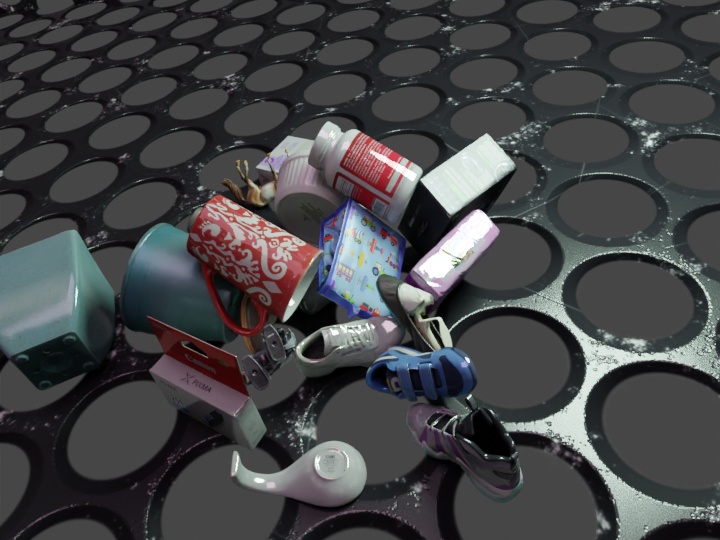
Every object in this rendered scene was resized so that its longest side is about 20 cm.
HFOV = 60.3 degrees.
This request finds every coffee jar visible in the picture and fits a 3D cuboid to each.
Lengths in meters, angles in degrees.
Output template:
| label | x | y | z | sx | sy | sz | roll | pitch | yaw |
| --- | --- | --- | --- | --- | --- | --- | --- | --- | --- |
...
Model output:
| label | x | y | z | sx | sy | sz | roll | pitch | yaw |
| --- | --- | --- | --- | --- | --- | --- | --- | --- | --- |
| coffee jar | -0.133 | -0.005 | 1.198 | 0.104 | 0.087 | 0.198 | -39 | 49 | -23 |

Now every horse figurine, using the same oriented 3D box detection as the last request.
| label | x | y | z | sx | sy | sz | roll | pitch | yaw |
| --- | --- | --- | --- | --- | --- | --- | --- | --- | --- |
| horse figurine | -0.216 | -0.195 | 1.415 | 0.194 | 0.136 | 0.050 | -11 | 20 | 14 |

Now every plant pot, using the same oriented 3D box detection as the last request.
| label | x | y | z | sx | sy | sz | roll | pitch | yaw |
| --- | --- | --- | --- | --- | --- | --- | --- | --- | --- |
| plant pot | -0.561 | 0.091 | 1.130 | 0.191 | 0.199 | 0.202 | -22 | 52 | -12 |
| plant pot | -0.299 | 0.040 | 1.125 | 0.183 | 0.203 | 0.203 | 17 | 47 | 8 |

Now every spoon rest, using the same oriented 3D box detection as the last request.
| label | x | y | z | sx | sy | sz | roll | pitch | yaw |
| --- | --- | --- | --- | --- | --- | --- | --- | --- | --- |
| spoon rest | -0.087 | 0.293 | 0.898 | 0.193 | 0.062 | 0.101 | 2 | 43 | -4 |

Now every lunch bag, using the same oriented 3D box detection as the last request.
| label | x | y | z | sx | sy | sz | roll | pitch | yaw |
| --- | --- | --- | --- | --- | --- | --- | --- | --- | --- |
| lunch bag | 0.000 | 0.000 | 1.111 | 0.093 | 0.149 | 0.204 | -35 | 35 | 37 |

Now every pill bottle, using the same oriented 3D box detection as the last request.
| label | x | y | z | sx | sy | sz | roll | pitch | yaw |
| --- | --- | --- | --- | --- | --- | --- | --- | --- | --- |
| pill bottle | 0.006 | -0.183 | 1.132 | 0.197 | 0.113 | 0.113 | 31 | 50 | 2 |

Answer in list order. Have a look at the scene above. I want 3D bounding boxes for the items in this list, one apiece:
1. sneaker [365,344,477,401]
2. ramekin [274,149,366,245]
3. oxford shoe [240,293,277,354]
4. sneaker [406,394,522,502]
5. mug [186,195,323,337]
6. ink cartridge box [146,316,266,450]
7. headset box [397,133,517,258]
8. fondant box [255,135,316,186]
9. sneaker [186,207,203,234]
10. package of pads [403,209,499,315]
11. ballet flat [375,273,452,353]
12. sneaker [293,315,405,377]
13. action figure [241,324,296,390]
| label | x | y | z | sx | sy | sz | roll | pitch | yaw |
| --- | --- | --- | --- | --- | --- | --- | --- | --- | --- |
| sneaker | 0.088 | 0.160 | 0.931 | 0.081 | 0.076 | 0.197 | -21 | 8 | -41 |
| ramekin | -0.085 | -0.137 | 1.256 | 0.196 | 0.205 | 0.096 | 5 | 54 | 18 |
| oxford shoe | -0.161 | 0.047 | 1.100 | 0.071 | 0.071 | 0.207 | 1 | 81 | 31 |
| sneaker | 0.139 | 0.213 | 0.853 | 0.197 | 0.143 | 0.077 | 27 | 54 | 35 |
| mug | -0.185 | -0.010 | 1.009 | 0.197 | 0.134 | 0.180 | 31 | 61 | 3 |
| ink cartridge box | -0.250 | 0.176 | 0.963 | 0.196 | 0.180 | 0.045 | 18 | 48 | 30 |
| headset box | 0.175 | -0.133 | 1.181 | 0.198 | 0.175 | 0.093 | -35 | 76 | -25 |
| fondant box | -0.130 | -0.246 | 1.480 | 0.195 | 0.059 | 0.145 | 15 | 49 | 29 |
| sneaker | -0.260 | -0.054 | 1.237 | 0.112 | 0.200 | 0.077 | 31 | 82 | 12 |
| package of pads | 0.154 | -0.008 | 1.103 | 0.075 | 0.121 | 0.199 | 41 | 60 | 10 |
| ballet flat | 0.100 | 0.079 | 1.003 | 0.067 | 0.068 | 0.203 | -16 | 71 | -52 |
| sneaker | -0.017 | 0.123 | 1.017 | 0.194 | 0.100 | 0.077 | -20 | 68 | -2 |
| action figure | -0.156 | 0.142 | 0.997 | 0.129 | 0.200 | 0.070 | -40 | 89 | -15 |
